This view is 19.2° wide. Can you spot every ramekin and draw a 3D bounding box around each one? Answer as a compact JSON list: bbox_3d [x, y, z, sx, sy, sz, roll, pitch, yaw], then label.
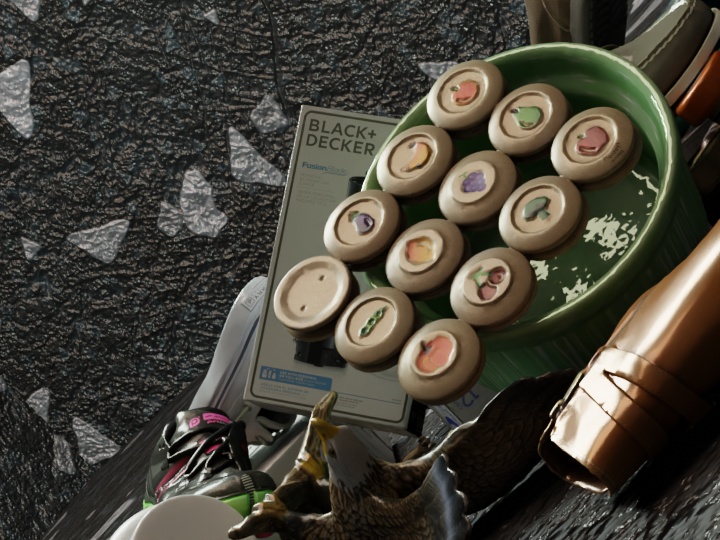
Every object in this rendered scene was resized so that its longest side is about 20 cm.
[{"bbox_3d":[0.106,-0.023,1.235,0.199,0.098,0.201,-16,52,21],"label":"ramekin"}]

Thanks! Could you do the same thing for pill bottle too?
[{"bbox_3d":[-0.114,0.213,1.311,0.109,0.109,0.200,-48,-11,-30],"label":"pill bottle"}]

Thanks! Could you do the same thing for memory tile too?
[{"bbox_3d":[0.052,-0.027,1.190,0.153,0.017,0.201,26,75,41],"label":"memory tile"}]

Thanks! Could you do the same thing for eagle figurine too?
[{"bbox_3d":[0.025,0.130,1.186,0.199,0.150,0.153,-4,76,37],"label":"eagle figurine"}]

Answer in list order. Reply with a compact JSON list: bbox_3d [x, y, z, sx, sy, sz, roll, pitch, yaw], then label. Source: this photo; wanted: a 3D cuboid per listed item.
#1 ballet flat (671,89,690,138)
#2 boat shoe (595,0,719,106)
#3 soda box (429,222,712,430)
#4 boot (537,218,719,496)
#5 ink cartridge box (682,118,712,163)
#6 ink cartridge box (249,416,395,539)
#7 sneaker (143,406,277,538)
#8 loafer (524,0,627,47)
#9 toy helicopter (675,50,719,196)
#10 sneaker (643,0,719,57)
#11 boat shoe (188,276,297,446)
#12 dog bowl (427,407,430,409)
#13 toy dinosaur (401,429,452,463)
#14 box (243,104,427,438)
[{"bbox_3d":[0.151,-0.049,1.417,0.201,0.068,0.068,-61,-18,21],"label":"ballet flat"},{"bbox_3d":[0.145,-0.102,1.337,0.202,0.060,0.072,-46,10,23],"label":"boat shoe"},{"bbox_3d":[0.129,0.027,1.327,0.200,0.063,0.068,-46,7,-8],"label":"soda box"},{"bbox_3d":[0.157,0.037,0.994,0.155,0.074,0.200,-45,-7,-12],"label":"boot"},{"bbox_3d":[0.237,-0.093,1.521,0.200,0.045,0.176,-43,7,27],"label":"ink cartridge box"},{"bbox_3d":[-0.050,0.164,1.581,0.144,0.084,0.200,-45,5,3],"label":"ink cartridge box"},{"bbox_3d":[-0.105,0.134,1.406,0.200,0.076,0.085,-179,89,-68],"label":"sneaker"},{"bbox_3d":[0.144,-0.132,1.467,0.073,0.071,0.201,-37,-42,-43],"label":"loafer"},{"bbox_3d":[0.235,-0.089,1.367,0.133,0.079,0.200,-56,-2,-35],"label":"toy helicopter"},{"bbox_3d":[0.258,-0.185,1.428,0.200,0.074,0.082,-51,5,-15],"label":"sneaker"},{"bbox_3d":[-0.078,0.096,1.503,0.074,0.067,0.201,-44,-19,-42],"label":"boat shoe"},{"bbox_3d":[0.064,0.012,1.511,0.200,0.074,0.201,-37,-31,-27],"label":"dog bowl"},{"bbox_3d":[0.014,0.161,1.360,0.200,0.058,0.101,-39,-12,-14],"label":"toy dinosaur"},{"bbox_3d":[0.000,0.000,1.401,0.060,0.116,0.202,42,-120,-75],"label":"box"}]
